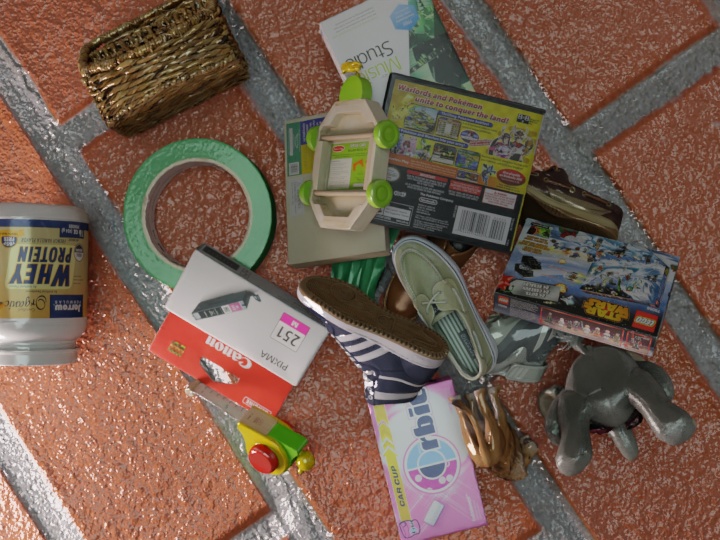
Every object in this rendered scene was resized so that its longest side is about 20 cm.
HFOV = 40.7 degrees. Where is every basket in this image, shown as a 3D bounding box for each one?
[{"bbox_3d":[-0.263,-0.284,1.247,0.198,0.143,0.150,-25,88,2],"label":"basket"}]

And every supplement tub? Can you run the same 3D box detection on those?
[{"bbox_3d":[-0.424,0.018,1.250,0.143,0.144,0.203,0,89,3],"label":"supplement tub"}]

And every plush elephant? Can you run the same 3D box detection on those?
[{"bbox_3d":[0.306,0.167,1.204,0.163,0.155,0.201,-26,54,11],"label":"plush elephant"}]

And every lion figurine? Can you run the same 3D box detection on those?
[{"bbox_3d":[0.158,0.207,1.195,0.072,0.200,0.124,-18,79,23],"label":"lion figurine"}]

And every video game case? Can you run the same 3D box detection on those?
[{"bbox_3d":[0.112,-0.130,1.193,0.198,0.026,0.183,12,98,-8],"label":"video game case"}]

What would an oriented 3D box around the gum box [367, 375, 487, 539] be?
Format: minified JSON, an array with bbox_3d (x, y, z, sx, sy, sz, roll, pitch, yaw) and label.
[{"bbox_3d":[0.084,0.237,1.255,0.112,0.066,0.202,-14,88,1],"label":"gum box"}]

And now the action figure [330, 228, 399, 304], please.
[{"bbox_3d":[0.000,0.000,1.257,0.117,0.055,0.202,4,80,31],"label":"action figure"}]

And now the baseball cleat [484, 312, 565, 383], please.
[{"bbox_3d":[0.242,0.080,1.259,0.198,0.070,0.107,-21,101,7],"label":"baseball cleat"}]

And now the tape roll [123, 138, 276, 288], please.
[{"bbox_3d":[-0.212,-0.072,1.288,0.198,0.048,0.203,0,89,3],"label":"tape roll"}]

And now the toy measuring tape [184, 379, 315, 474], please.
[{"bbox_3d":[-0.146,0.214,1.276,0.199,0.074,0.074,26,90,17],"label":"toy measuring tape"}]

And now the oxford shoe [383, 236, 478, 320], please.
[{"bbox_3d":[0.100,-0.014,1.259,0.071,0.071,0.200,40,93,1],"label":"oxford shoe"}]

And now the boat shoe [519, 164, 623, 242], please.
[{"bbox_3d":[0.246,-0.097,1.261,0.198,0.072,0.072,23,60,9],"label":"boat shoe"}]

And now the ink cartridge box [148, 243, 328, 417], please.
[{"bbox_3d":[-0.161,0.089,1.252,0.199,0.044,0.175,31,106,-2],"label":"ink cartridge box"}]

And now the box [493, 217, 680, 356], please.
[{"bbox_3d":[0.278,0.017,1.195,0.198,0.040,0.137,16,51,19],"label":"box"}]

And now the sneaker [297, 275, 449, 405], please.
[{"bbox_3d":[0.000,0.092,1.195,0.199,0.070,0.109,27,127,3],"label":"sneaker"}]

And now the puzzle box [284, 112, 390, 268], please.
[{"bbox_3d":[-0.031,-0.109,1.251,0.132,0.025,0.202,-7,74,17],"label":"puzzle box"}]

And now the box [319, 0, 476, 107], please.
[{"bbox_3d":[0.052,-0.248,1.221,0.143,0.036,0.202,-26,87,-3],"label":"box"}]

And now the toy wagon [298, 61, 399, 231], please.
[{"bbox_3d":[-0.010,-0.150,1.173,0.039,0.154,0.202,8,89,-37],"label":"toy wagon"}]

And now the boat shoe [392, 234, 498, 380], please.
[{"bbox_3d":[0.106,0.044,1.206,0.072,0.062,0.201,-36,89,19],"label":"boat shoe"}]
